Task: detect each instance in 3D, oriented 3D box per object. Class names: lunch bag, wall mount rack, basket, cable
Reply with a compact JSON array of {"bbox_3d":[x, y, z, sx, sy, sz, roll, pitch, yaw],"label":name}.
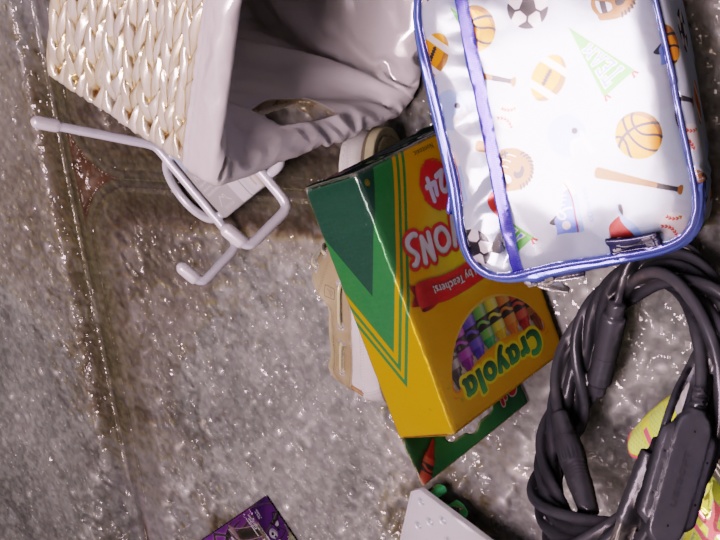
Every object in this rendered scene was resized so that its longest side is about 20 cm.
[{"bbox_3d":[0.113,-0.090,0.747,0.158,0.075,0.203,-9,96,23],"label":"lunch bag"},{"bbox_3d":[-0.137,-0.078,0.910,0.174,0.075,0.200,48,154,-6],"label":"wall mount rack"},{"bbox_3d":[-0.066,-0.187,0.784,0.160,0.197,0.202,29,125,28],"label":"basket"},{"bbox_3d":[0.163,0.080,0.781,0.163,0.050,0.202,-172,96,-70],"label":"cable"}]

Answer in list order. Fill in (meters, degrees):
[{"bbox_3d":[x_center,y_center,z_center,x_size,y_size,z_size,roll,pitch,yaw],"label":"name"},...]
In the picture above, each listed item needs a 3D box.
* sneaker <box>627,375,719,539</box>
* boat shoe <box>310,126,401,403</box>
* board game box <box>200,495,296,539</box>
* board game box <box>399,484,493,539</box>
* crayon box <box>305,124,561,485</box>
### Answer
[{"bbox_3d":[0.232,0.162,0.795,0.090,0.078,0.202,-35,76,41],"label":"sneaker"},{"bbox_3d":[0.000,0.000,0.892,0.068,0.075,0.202,7,114,28],"label":"boat shoe"},{"bbox_3d":[-0.063,0.300,1.100,0.201,0.032,0.120,55,135,4],"label":"board game box"},{"bbox_3d":[0.102,0.281,0.948,0.199,0.026,0.202,33,128,32],"label":"board game box"},{"bbox_3d":[0.056,0.017,0.823,0.050,0.126,0.202,-12,103,46],"label":"crayon box"}]
